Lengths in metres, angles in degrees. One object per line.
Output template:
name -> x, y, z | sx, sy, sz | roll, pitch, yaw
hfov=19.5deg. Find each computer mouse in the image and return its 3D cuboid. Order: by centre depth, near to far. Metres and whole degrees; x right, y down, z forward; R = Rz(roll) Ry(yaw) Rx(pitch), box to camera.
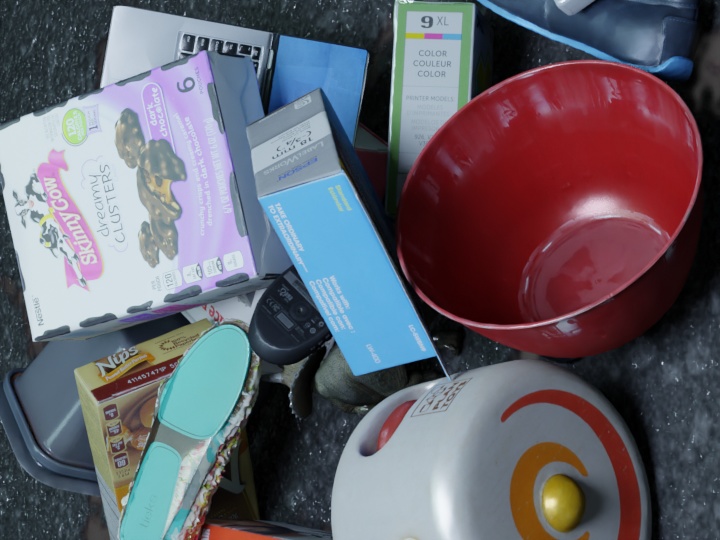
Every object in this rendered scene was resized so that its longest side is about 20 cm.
computer mouse -> 0.000, 0.000, 1.504 | 0.059, 0.200, 0.034 | 46, 162, 20

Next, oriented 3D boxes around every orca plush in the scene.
orca plush -> 0.113, -0.041, 1.411 | 0.105, 0.071, 0.201 | 6, 89, 55

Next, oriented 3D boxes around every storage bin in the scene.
storage bin -> -0.179, 0.094, 1.721 | 0.134, 0.199, 0.146 | -52, 44, 21

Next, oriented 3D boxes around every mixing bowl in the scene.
mixing bowl -> 0.133, -0.022, 1.315 | 0.199, 0.108, 0.201 | -15, 51, 19

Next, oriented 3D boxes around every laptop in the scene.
laptop -> -0.107, -0.090, 1.560 | 0.116, 0.199, 0.188 | -102, 22, -85

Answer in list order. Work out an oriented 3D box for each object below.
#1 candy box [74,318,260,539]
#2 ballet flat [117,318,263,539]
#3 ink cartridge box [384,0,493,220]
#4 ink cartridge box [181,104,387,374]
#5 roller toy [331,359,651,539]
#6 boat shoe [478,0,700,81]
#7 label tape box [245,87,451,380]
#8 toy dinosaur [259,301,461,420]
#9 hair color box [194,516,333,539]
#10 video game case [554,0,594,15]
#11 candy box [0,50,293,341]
candy box -> -0.149, 0.147, 1.652 | 0.055, 0.115, 0.201 | 47, 151, 48
ballet flat -> -0.123, 0.127, 1.566 | 0.075, 0.064, 0.201 | 30, 98, 23
ink cartridge box -> 0.057, -0.130, 1.452 | 0.059, 0.104, 0.201 | 2, 87, 11
ink cartridge box -> -0.066, -0.033, 1.659 | 0.146, 0.084, 0.201 | 41, 119, 50
roller toy -> 0.085, 0.152, 1.315 | 0.140, 0.199, 0.183 | -18, 67, 50
boat shoe -> 0.152, -0.183, 1.388 | 0.200, 0.084, 0.069 | 28, 107, 36
label tape box -> -0.012, -0.015, 1.356 | 0.063, 0.145, 0.200 | -26, 24, 4
toy dinosaur -> 0.011, 0.069, 1.515 | 0.200, 0.102, 0.077 | -28, 62, 51
hair color box -> -0.050, 0.225, 1.571 | 0.200, 0.111, 0.064 | -1, 82, 55
video game case -> 0.179, -0.287, 1.340 | 0.200, 0.022, 0.183 | -34, 55, 23
candy box -> -0.161, -0.051, 1.542 | 0.199, 0.071, 0.169 | -17, 83, 26
